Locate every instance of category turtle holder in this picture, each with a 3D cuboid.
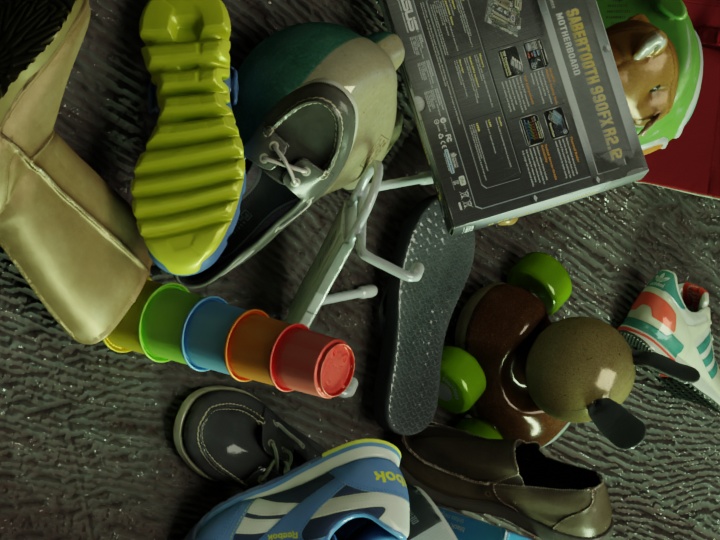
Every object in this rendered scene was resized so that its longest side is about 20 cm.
[{"bbox_3d":[0.223,-0.184,1.924,0.132,0.140,0.186,42,28,-64],"label":"turtle holder"}]

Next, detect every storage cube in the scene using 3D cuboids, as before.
[{"bbox_3d":[0.377,-0.158,2.071,0.200,0.170,0.181,-4,105,-50],"label":"storage cube"}]

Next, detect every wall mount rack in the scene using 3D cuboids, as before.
[{"bbox_3d":[0.000,0.000,1.696,0.174,0.074,0.200,-83,-160,-60],"label":"wall mount rack"}]

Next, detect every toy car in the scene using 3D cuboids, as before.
[{"bbox_3d":[0.182,0.096,1.883,0.164,0.199,0.158,-45,132,-32],"label":"toy car"}]

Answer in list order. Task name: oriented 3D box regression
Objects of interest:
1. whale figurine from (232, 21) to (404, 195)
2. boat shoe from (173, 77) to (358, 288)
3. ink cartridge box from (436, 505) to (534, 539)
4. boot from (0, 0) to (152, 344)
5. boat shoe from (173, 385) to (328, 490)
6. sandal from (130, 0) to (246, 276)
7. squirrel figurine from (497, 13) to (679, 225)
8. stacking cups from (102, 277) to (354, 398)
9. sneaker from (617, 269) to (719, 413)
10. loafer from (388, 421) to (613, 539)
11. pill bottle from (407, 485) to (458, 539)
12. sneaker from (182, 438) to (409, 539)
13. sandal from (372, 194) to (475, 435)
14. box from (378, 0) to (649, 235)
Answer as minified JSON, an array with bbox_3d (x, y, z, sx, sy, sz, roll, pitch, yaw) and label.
[{"bbox_3d":[-0.031,-0.117,1.657,0.159,0.104,0.200,-56,164,5],"label":"whale figurine"},{"bbox_3d":[-0.068,-0.053,1.555,0.067,0.200,0.057,38,40,-7],"label":"boat shoe"},{"bbox_3d":[0.073,0.306,1.858,0.147,0.144,0.201,27,79,-51],"label":"ink cartridge box"},{"bbox_3d":[-0.195,-0.073,1.486,0.176,0.066,0.200,-56,140,-14],"label":"boot"},{"bbox_3d":[-0.065,0.142,1.704,0.200,0.063,0.073,36,73,-49],"label":"boat shoe"},{"bbox_3d":[-0.113,-0.089,1.530,0.087,0.079,0.201,83,9,-70],"label":"sandal"},{"bbox_3d":[0.152,-0.165,1.777,0.201,0.186,0.142,63,8,-10],"label":"squirrel figurine"},{"bbox_3d":[-0.093,0.052,1.532,0.060,0.199,0.061,-22,120,-45],"label":"stacking cups"},{"bbox_3d":[0.320,0.068,2.148,0.200,0.070,0.094,37,78,-47],"label":"sneaker"},{"bbox_3d":[0.119,0.160,1.832,0.073,0.199,0.071,-51,155,-54],"label":"loafer"},{"bbox_3d":[-0.016,0.259,1.729,0.199,0.106,0.107,-30,127,-10],"label":"pill bottle"},{"bbox_3d":[-0.051,0.201,1.658,0.199,0.083,0.074,-30,148,12],"label":"sneaker"},{"bbox_3d":[0.041,0.032,1.823,0.076,0.043,0.201,10,95,-41],"label":"sandal"},{"bbox_3d":[0.114,-0.145,1.701,0.048,0.158,0.201,108,-35,-84],"label":"box"}]
